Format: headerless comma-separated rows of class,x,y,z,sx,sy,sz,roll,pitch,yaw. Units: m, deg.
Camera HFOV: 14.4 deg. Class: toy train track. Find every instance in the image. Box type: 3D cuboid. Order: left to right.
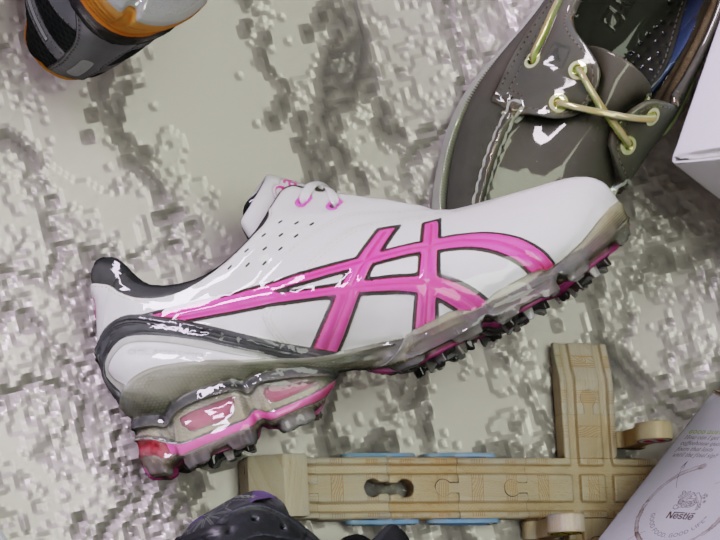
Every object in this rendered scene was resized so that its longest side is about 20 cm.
toy train track,0.053,0.081,1.073,0.200,0.033,0.115,1,78,-22

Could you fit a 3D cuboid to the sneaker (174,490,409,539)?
sneaker,-0.061,0.119,0.986,0.200,0.076,0.088,9,76,-39

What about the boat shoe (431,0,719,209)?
boat shoe,0.091,-0.075,1.109,0.072,0.060,0.202,34,68,-13

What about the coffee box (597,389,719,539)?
coffee box,0.129,0.154,1.049,0.200,0.080,0.114,-50,118,-24

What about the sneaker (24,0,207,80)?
sneaker,-0.094,-0.158,1.046,0.078,0.077,0.200,20,53,-23

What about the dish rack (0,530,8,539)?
dish rack,-0.210,0.097,0.954,0.172,0.044,0.200,-37,93,-24

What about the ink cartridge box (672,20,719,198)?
ink cartridge box,0.234,-0.059,1.126,0.200,0.086,0.147,34,67,-29

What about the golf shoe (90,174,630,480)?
golf shoe,0.000,0.000,1.028,0.200,0.073,0.092,-22,86,-10
